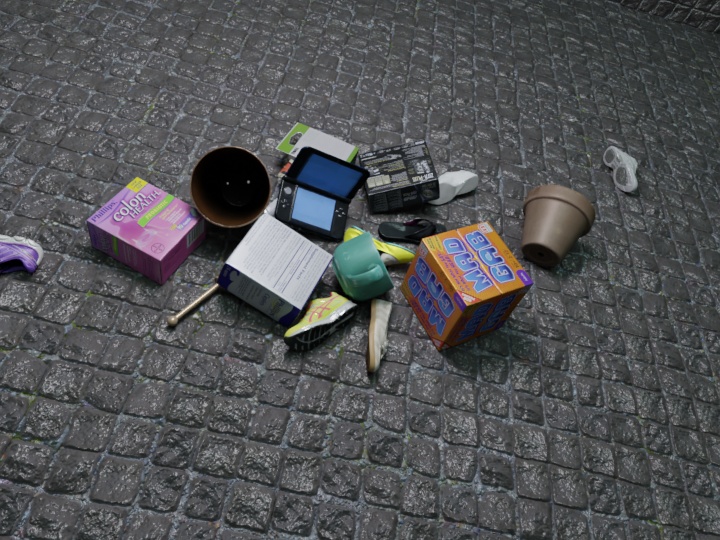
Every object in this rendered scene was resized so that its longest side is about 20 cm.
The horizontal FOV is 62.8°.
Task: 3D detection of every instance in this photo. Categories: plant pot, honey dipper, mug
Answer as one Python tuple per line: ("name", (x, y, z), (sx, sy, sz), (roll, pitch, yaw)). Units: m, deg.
("plant pot", (-0.310, -0.202, 1.457), (0.186, 0.200, 0.188), (-1, 96, -6))
("plant pot", (0.534, -0.113, 1.657), (0.200, 0.200, 0.175), (28, 67, 6))
("honey dipper", (-0.359, 0.063, 1.347), (0.038, 0.038, 0.200), (35, 53, 12))
("mug", (-0.003, -0.008, 1.409), (0.114, 0.185, 0.152), (-25, 70, 3))

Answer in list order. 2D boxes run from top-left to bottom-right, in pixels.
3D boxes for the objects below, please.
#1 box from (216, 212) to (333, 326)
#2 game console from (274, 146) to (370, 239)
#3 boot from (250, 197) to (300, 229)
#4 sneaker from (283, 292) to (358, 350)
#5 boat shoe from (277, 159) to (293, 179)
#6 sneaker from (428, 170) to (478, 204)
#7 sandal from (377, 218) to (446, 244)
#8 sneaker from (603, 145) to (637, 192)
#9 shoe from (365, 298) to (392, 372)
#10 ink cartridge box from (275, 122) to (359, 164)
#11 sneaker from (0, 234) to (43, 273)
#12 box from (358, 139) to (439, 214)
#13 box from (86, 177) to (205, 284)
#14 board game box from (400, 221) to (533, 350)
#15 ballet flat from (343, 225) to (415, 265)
("box", (-0.197, -0.002, 1.376), (0.200, 0.105, 0.184), (33, 51, -5))
("game console", (-0.095, -0.191, 1.494), (0.200, 0.118, 0.171), (17, 75, -27))
("boot", (-0.193, -0.137, 1.528), (0.096, 0.074, 0.200), (40, 62, 0))
("sneaker", (-0.104, 0.113, 1.365), (0.200, 0.078, 0.090), (-27, 56, -37))
("boat shoe", (-0.136, -0.218, 1.611), (0.200, 0.071, 0.063), (41, 90, 0))
("sneaker", (0.250, -0.256, 1.756), (0.200, 0.075, 0.088), (-18, 42, -27))
("sandal", (0.149, -0.111, 1.618), (0.200, 0.048, 0.076), (-2, 54, -16))
("sneaker", (0.906, -0.343, 1.997), (0.099, 0.078, 0.200), (6, 53, -16))
("shoe", (0.045, 0.147, 1.375), (0.053, 0.070, 0.200), (6, 49, -1))
("ink cartridge box", (-0.125, -0.323, 1.688), (0.200, 0.076, 0.148), (25, 51, 5))
("sneaker", (-0.801, -0.036, 1.274), (0.199, 0.081, 0.084), (7, 57, -11))
("box", (0.107, -0.266, 1.662), (0.199, 0.086, 0.164), (-13, 55, 0))
("box", (-0.498, -0.096, 1.392), (0.200, 0.097, 0.176), (28, 51, 7))
("board game box", (0.251, 0.037, 1.435), (0.199, 0.200, 0.200), (-16, 59, -26))
("ballet flat", (0.046, -0.049, 1.540), (0.200, 0.067, 0.067), (24, 72, 7))
